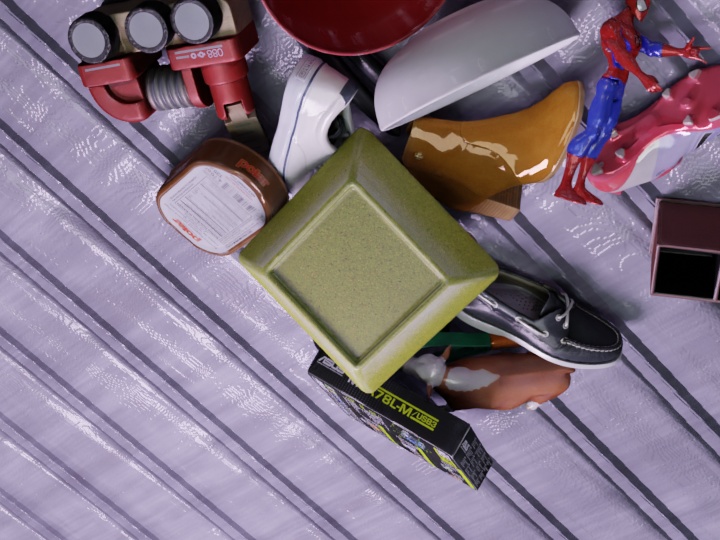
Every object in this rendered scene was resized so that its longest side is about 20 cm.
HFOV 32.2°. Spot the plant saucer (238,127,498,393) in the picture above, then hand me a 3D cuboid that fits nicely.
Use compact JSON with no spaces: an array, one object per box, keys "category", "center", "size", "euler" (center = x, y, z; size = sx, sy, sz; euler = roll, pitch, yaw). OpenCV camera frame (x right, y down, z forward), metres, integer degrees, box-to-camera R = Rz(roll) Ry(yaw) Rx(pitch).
[{"category":"plant saucer","center":[0.000,0.000,1.229],"size":[0.200,0.048,0.200],"euler":[45,112,-1]}]

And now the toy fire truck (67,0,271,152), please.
[{"category":"toy fire truck","center":[-0.174,-0.187,1.261],"size":[0.174,0.129,0.202],"euler":[-6,116,20]}]

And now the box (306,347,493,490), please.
[{"category":"box","center":[0.049,0.168,1.413],"size":[0.192,0.048,0.200],"euler":[25,168,22]}]

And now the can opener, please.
[{"category":"can opener","center":[-0.015,-0.206,1.228],"size":[0.063,0.079,0.200],"euler":[-26,126,22]}]

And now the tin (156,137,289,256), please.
[{"category":"tin","center":[-0.152,-0.075,1.334],"size":[0.112,0.042,0.200],"euler":[45,149,-11]}]

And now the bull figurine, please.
[{"category":"bull figurine","center":[0.138,0.126,1.398],"size":[0.198,0.066,0.121],"euler":[1,163,-10]}]

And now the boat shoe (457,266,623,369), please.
[{"category":"boat shoe","center":[0.196,0.048,1.360],"size":[0.198,0.076,0.061],"euler":[16,136,2]}]

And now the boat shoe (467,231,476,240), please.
[{"category":"boat shoe","center":[0.032,-0.055,1.328],"size":[0.198,0.062,0.073],"euler":[11,158,9]}]

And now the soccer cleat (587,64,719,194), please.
[{"category":"soccer cleat","center":[0.307,-0.135,1.203],"size":[0.199,0.067,0.076],"euler":[-29,149,25]}]

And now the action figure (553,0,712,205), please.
[{"category":"action figure","center":[0.252,-0.155,1.149],"size":[0.098,0.065,0.202],"euler":[17,102,29]}]

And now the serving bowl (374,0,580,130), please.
[{"category":"serving bowl","center":[0.096,-0.198,1.132],"size":[0.199,0.200,0.066],"euler":[-23,94,29]}]

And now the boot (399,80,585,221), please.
[{"category":"boot","center":[0.121,-0.129,1.235],"size":[0.143,0.071,0.202],"euler":[18,139,-13]}]

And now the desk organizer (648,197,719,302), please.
[{"category":"desk organizer","center":[0.393,-0.013,1.256],"size":[0.198,0.077,0.072],"euler":[6,129,10]}]

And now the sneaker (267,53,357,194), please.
[{"category":"sneaker","center":[-0.046,-0.130,1.256],"size":[0.070,0.073,0.201],"euler":[30,153,8]}]

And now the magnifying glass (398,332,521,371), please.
[{"category":"magnifying glass","center":[0.124,0.084,1.399],"size":[0.198,0.023,0.080],"euler":[-10,157,-4]}]

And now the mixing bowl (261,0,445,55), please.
[{"category":"mixing bowl","center":[-0.016,-0.302,1.096],"size":[0.198,0.109,0.202],"euler":[-11,122,-17]}]

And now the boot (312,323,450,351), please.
[{"category":"boot","center":[0.008,0.030,1.350],"size":[0.163,0.066,0.200],"euler":[-9,156,8]}]
